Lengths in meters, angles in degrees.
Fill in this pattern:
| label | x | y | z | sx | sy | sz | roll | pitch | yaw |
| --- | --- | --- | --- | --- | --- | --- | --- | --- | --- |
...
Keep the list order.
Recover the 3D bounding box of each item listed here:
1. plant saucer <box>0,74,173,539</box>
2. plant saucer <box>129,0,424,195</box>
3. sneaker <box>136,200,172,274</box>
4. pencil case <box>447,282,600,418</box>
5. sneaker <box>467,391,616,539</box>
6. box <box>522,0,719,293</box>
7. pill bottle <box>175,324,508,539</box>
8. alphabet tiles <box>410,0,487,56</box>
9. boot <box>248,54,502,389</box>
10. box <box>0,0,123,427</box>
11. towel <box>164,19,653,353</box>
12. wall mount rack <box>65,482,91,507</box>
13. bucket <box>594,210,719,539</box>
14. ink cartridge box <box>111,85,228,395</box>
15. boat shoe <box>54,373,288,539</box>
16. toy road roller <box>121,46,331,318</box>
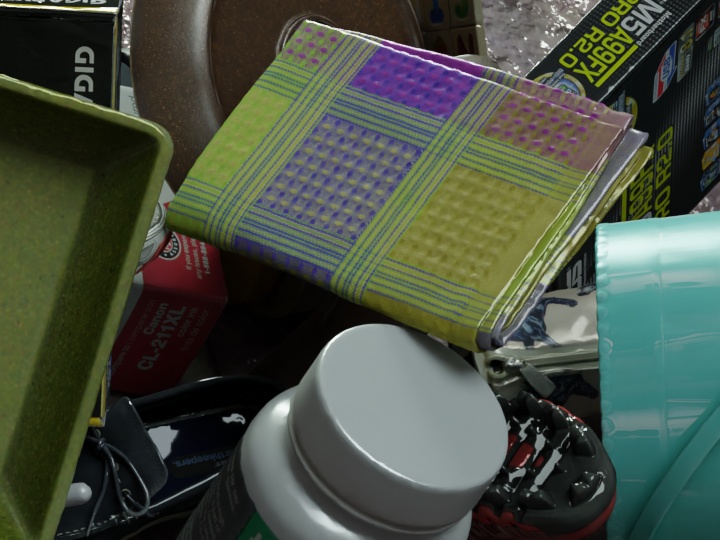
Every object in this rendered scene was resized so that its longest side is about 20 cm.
| label | x | y | z | sx | sy | sz | roll | pitch | yaw |
| --- | --- | --- | --- | --- | --- | --- | --- | --- | --- |
| plant saucer | -0.204 | 0.004 | 1.308 | 0.199 | 0.200 | 0.048 | 17 | 1 | -8 |
| plant saucer | -0.031 | -0.102 | 1.535 | 0.200 | 0.034 | 0.201 | 7 | 79 | -43 |
| sneaker | -0.178 | -0.060 | 1.411 | 0.200 | 0.082 | 0.078 | 28 | 42 | -8 |
| pencil case | 0.148 | 0.039 | 1.602 | 0.199 | 0.078 | 0.089 | -9 | 15 | -5 |
| sneaker | 0.065 | 0.109 | 1.441 | 0.071 | 0.200 | 0.098 | -47 | 116 | -23 |
| box | 0.142 | -0.071 | 1.635 | 0.044 | 0.200 | 0.160 | 34 | 65 | 23 |
| pill bottle | -0.019 | 0.123 | 1.371 | 0.113 | 0.200 | 0.113 | 18 | 41 | -17 |
| alphabet tiles | 0.034 | -0.095 | 1.620 | 0.006 | 0.166 | 0.201 | -8 | 94 | -22 |
| boot | 0.000 | 0.000 | 1.486 | 0.064 | 0.200 | 0.186 | 34 | 57 | 12 |
| box | -0.191 | -0.032 | 1.366 | 0.159 | 0.201 | 0.049 | 4 | 19 | -2 |
| towel | 0.020 | -0.041 | 1.393 | 0.200 | 0.023 | 0.144 | 20 | 61 | 31 |
| wall mount rack | -0.217 | 0.136 | 1.320 | 0.173 | 0.075 | 0.200 | 19 | 42 | -13 |
| bucket | 0.184 | 0.064 | 1.465 | 0.134 | 0.208 | 0.208 | -3 | 43 | 6 |
| ink cartridge box | -0.181 | -0.027 | 1.505 | 0.199 | 0.083 | 0.146 | 10 | 46 | -27 |
| boat shoe | -0.117 | 0.094 | 1.422 | 0.199 | 0.062 | 0.075 | -15 | 58 | -23 |
| toy road roller | -0.043 | -0.089 | 1.609 | 0.123 | 0.146 | 0.200 | -13 | 58 | -41 |
